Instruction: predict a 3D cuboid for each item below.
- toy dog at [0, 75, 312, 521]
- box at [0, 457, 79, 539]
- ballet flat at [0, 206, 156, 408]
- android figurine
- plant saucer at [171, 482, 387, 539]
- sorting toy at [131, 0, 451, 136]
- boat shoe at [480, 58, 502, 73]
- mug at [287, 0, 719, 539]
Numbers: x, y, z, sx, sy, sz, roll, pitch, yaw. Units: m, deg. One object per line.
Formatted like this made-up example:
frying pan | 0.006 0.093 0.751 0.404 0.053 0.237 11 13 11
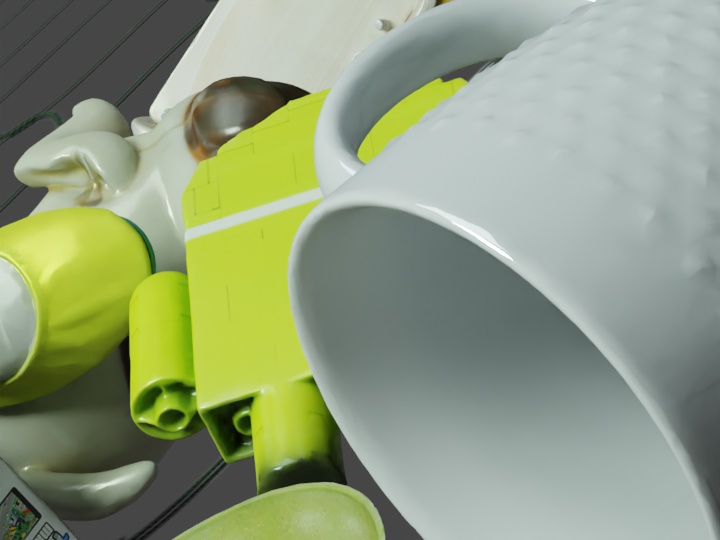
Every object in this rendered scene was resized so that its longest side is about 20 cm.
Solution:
toy dog | -0.089 -0.004 1.001 0.200 0.140 0.194 -39 26 2
box | -0.190 0.118 0.957 0.200 0.110 0.035 -21 26 48
ballet flat | -0.169 0.030 0.920 0.199 0.067 0.067 -19 2 33
android figurine | 0.000 0.000 0.848 0.181 0.041 0.200 -19 41 7
plant saucer | -0.063 0.143 0.682 0.200 0.031 0.200 -37 18 14
sorting toy | -0.010 -0.129 1.209 0.200 0.107 0.180 -56 0 7
boat shoe | 0.028 -0.034 0.958 0.069 0.057 0.200 -23 25 44
mug | 0.075 -0.018 0.627 0.175 0.148 0.200 -39 50 -26
